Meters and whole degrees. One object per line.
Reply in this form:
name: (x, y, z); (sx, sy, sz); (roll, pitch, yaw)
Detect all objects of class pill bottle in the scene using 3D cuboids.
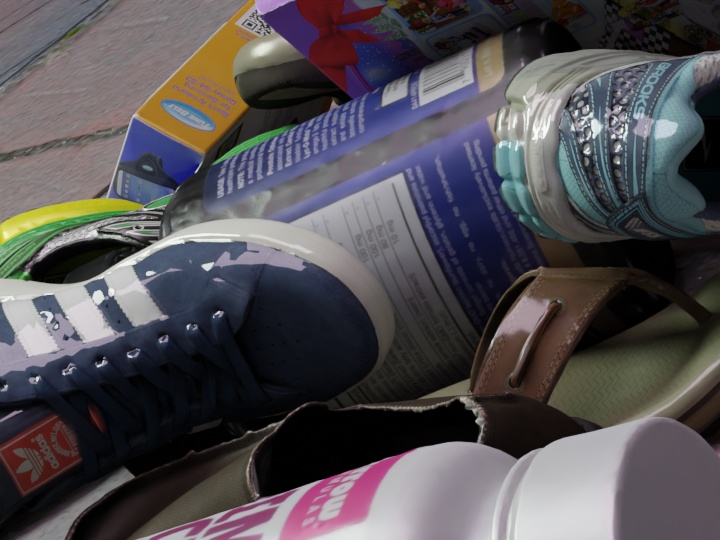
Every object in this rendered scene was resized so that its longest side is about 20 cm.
pill bottle: (0.000, 0.000, 1.018); (0.199, 0.112, 0.112); (-24, 18, 16)
pill bottle: (-0.001, 0.108, 0.720); (0.199, 0.114, 0.113); (-19, 20, 27)

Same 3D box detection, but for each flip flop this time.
flip flop: (0.052, 0.033, 0.935); (0.199, 0.058, 0.081); (-22, 19, 19)
flip flop: (0.002, -0.103, 1.193); (0.081, 0.058, 0.200); (-17, 0, 24)

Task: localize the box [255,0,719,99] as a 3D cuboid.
box: (0.067, -0.088, 1.051); (0.136, 0.200, 0.039); (-22, 58, 21)

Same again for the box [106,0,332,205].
box: (-0.063, -0.051, 1.266); (0.200, 0.041, 0.119); (-48, -16, -50)

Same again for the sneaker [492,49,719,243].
sneaker: (0.143, -0.042, 0.933); (0.199, 0.078, 0.086); (-16, 14, -34)

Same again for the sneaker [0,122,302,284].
sneaker: (-0.054, 0.001, 1.124); (0.199, 0.079, 0.085); (-18, 16, -3)

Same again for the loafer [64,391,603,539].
loafer: (-0.019, 0.069, 0.887); (0.199, 0.071, 0.073); (-18, 51, 29)

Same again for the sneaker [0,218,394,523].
sneaker: (-0.084, 0.041, 0.941); (0.199, 0.075, 0.085); (-12, 29, 30)
